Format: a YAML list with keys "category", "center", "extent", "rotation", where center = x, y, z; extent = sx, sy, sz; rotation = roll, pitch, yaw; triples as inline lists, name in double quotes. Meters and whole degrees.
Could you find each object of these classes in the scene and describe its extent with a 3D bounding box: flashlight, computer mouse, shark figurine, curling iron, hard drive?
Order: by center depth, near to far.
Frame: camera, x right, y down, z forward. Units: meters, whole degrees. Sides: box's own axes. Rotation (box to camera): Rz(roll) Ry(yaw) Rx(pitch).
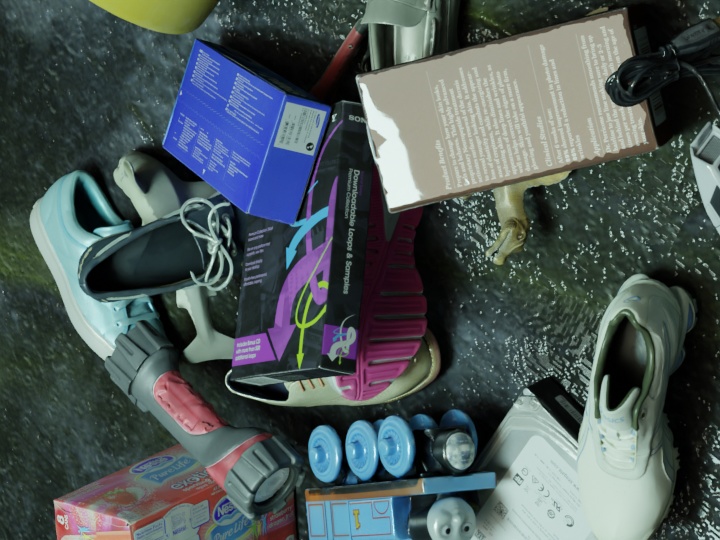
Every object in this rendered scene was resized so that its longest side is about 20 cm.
- category: "computer mouse"
  center: [0.248, -0.065, 1.304]
  extent: [0.201, 0.109, 0.044]
  rotation: [62, 159, -3]
- category: "hard drive"
  center: [0.136, 0.199, 1.516]
  extent: [0.140, 0.038, 0.201]
  rotation: [46, 129, 20]
- category: "curling iron"
  center: [-0.027, -0.126, 1.555]
  extent: [0.050, 0.025, 0.200]
  rotation: [56, 132, 15]
- category: "flashlight"
  center: [-0.130, 0.118, 1.627]
  extent: [0.200, 0.068, 0.068]
  rotation: [44, 162, 29]
- category: "shark figurine"
  center: [-0.137, -0.028, 1.654]
  extent: [0.128, 0.089, 0.216]
  rotation: [109, 137, -70]

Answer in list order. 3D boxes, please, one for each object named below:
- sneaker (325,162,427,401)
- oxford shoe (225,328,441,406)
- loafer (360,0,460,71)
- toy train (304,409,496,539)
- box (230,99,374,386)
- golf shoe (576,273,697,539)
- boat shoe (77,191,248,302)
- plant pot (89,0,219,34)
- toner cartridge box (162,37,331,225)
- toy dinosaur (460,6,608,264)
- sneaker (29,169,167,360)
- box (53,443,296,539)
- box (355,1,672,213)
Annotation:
- category: "sneaker"
  center: [0.000, 0.000, 1.530]
  extent: [0.088, 0.081, 0.202]
  rotation: [-3, 79, 60]
- category: "oxford shoe"
  center: [-0.023, 0.082, 1.587]
  extent: [0.199, 0.074, 0.071]
  rotation: [-13, 93, 41]
- category: "loafer"
  center: [0.035, -0.194, 1.450]
  extent: [0.070, 0.070, 0.202]
  rotation: [3, 106, 40]
- category: "toy train"
  center: [0.028, 0.171, 1.541]
  extent: [0.199, 0.086, 0.115]
  rotation: [-14, 81, 57]
- category: "box"
  center: [-0.044, -0.018, 1.492]
  extent: [0.143, 0.036, 0.202]
  rotation: [-13, 68, 58]
- category: "golf shoe"
  center: [0.180, 0.105, 1.383]
  extent: [0.078, 0.097, 0.202]
  rotation: [9, 101, 24]
- category: "boat shoe"
  center: [-0.131, -0.022, 1.583]
  extent: [0.198, 0.062, 0.076]
  rotation: [-13, 102, -3]
- category: "plant pot"
  center: [-0.152, -0.315, 1.502]
  extent: [0.201, 0.200, 0.189]
  rotation: [46, 113, 19]
- category: "toner cartridge box"
  center: [-0.091, -0.111, 1.532]
  extent: [0.200, 0.043, 0.096]
  rotation: [38, 111, 59]
- category: "toy dinosaur"
  center: [0.115, -0.110, 1.433]
  extent: [0.100, 0.058, 0.202]
  rotation: [22, 106, 15]
- category: "sneaker"
  center: [-0.220, 0.001, 1.732]
  extent: [0.201, 0.074, 0.082]
  rotation: [55, 134, 12]
- category: "box"
  center: [-0.152, 0.214, 1.656]
  extent: [0.094, 0.199, 0.104]
  rotation: [11, 112, 37]
- category: "box"
  center: [0.107, -0.112, 1.367]
  extent: [0.198, 0.075, 0.101]
  rotation: [-12, 96, 18]
